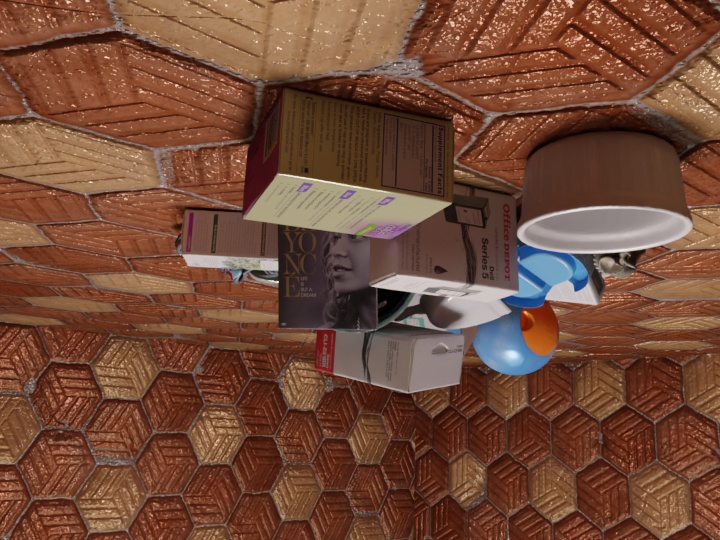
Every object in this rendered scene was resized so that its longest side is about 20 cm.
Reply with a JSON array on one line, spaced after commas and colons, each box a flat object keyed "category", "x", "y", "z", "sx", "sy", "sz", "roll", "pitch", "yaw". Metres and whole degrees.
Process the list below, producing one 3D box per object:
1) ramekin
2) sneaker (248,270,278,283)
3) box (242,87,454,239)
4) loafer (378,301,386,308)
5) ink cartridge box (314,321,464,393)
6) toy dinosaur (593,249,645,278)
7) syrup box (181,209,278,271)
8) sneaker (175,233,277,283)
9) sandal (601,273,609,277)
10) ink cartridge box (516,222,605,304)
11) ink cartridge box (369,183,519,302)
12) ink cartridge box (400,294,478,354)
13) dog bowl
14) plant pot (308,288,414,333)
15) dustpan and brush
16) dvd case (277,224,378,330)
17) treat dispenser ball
[{"category": "ramekin", "x": 0.291, "y": -0.091, "z": 0.866, "sx": 0.199, "sy": 0.098, "sz": 0.201, "roll": 2, "pitch": 167, "yaw": 0}, {"category": "sneaker", "x": -0.114, "y": -0.027, "z": 1.311, "sx": 0.199, "sy": 0.076, "sz": 0.088, "roll": -7, "pitch": 160, "yaw": 0}, {"category": "box", "x": -0.019, "y": -0.113, "z": 0.826, "sx": 0.199, "sy": 0.097, "sz": 0.176, "roll": 8, "pitch": 166, "yaw": -19}, {"category": "loafer", "x": -0.029, "y": 0.045, "z": 1.322, "sx": 0.068, "sy": 0.076, "sz": 0.200, "roll": -1, "pitch": 156, "yaw": 46}, {"category": "ink cartridge box", "x": 0.046, "y": 0.132, "z": 1.149, "sx": 0.199, "sy": 0.084, "sz": 0.144, "roll": 6, "pitch": -177, "yaw": 41}, {"category": "toy dinosaur", "x": 0.398, "y": -0.029, "z": 1.115, "sx": 0.077, "sy": 0.103, "sz": 0.200, "roll": -4, "pitch": 165, "yaw": 26}, {"category": "syrup box", "x": -0.190, "y": -0.048, "z": 1.180, "sx": 0.199, "sy": 0.082, "sz": 0.079, "roll": 4, "pitch": 165, "yaw": -5}, {"category": "sneaker", "x": -0.229, "y": -0.027, "z": 1.248, "sx": 0.199, "sy": 0.096, "sz": 0.079, "roll": 1, "pitch": 167, "yaw": 4}, {"category": "sandal", "x": 0.362, "y": -0.016, "z": 1.251, "sx": 0.082, "sy": 0.050, "sz": 0.202, "roll": -22, "pitch": -167, "yaw": -20}, {"category": "ink cartridge box", "x": 0.271, "y": -0.017, "z": 1.144, "sx": 0.199, "sy": 0.057, "sz": 0.163, "roll": 9, "pitch": 148, "yaw": 43}, {"category": "ink cartridge box", "x": 0.119, "y": -0.042, "z": 1.001, "sx": 0.199, "sy": 0.146, "sz": 0.084, "roll": 8, "pitch": 165, "yaw": -25}, {"category": "ink cartridge box", "x": 0.125, "y": 0.087, "z": 1.475, "sx": 0.199, "sy": 0.148, "sz": 0.146, "roll": -4, "pitch": -166, "yaw": 23}, {"category": "dog bowl", "x": 0.261, "y": -0.007, "z": 1.065, "sx": 0.111, "sy": 0.050, "sz": 0.200, "roll": 34, "pitch": 153, "yaw": -11}, {"category": "plant pot", "x": 0.000, "y": 0.000, "z": 1.146, "sx": 0.199, "sy": 0.202, "sz": 0.196, "roll": 1, "pitch": 175, "yaw": 6}, {"category": "dustpan and brush", "x": 0.127, "y": 0.061, "z": 1.164, "sx": 0.199, "sy": 0.057, "sz": 0.139, "roll": -26, "pitch": 144, "yaw": 20}, {"category": "dvd case", "x": -0.048, "y": -0.015, "z": 1.036, "sx": 0.148, "sy": 0.201, "sz": 0.016, "roll": 0, "pitch": 180, "yaw": 11}, {"category": "treat dispenser ball", "x": 0.355, "y": 0.140, "z": 1.645, "sx": 0.200, "sy": 0.202, "sz": 0.201, "roll": 2, "pitch": 167, "yaw": 0}]
